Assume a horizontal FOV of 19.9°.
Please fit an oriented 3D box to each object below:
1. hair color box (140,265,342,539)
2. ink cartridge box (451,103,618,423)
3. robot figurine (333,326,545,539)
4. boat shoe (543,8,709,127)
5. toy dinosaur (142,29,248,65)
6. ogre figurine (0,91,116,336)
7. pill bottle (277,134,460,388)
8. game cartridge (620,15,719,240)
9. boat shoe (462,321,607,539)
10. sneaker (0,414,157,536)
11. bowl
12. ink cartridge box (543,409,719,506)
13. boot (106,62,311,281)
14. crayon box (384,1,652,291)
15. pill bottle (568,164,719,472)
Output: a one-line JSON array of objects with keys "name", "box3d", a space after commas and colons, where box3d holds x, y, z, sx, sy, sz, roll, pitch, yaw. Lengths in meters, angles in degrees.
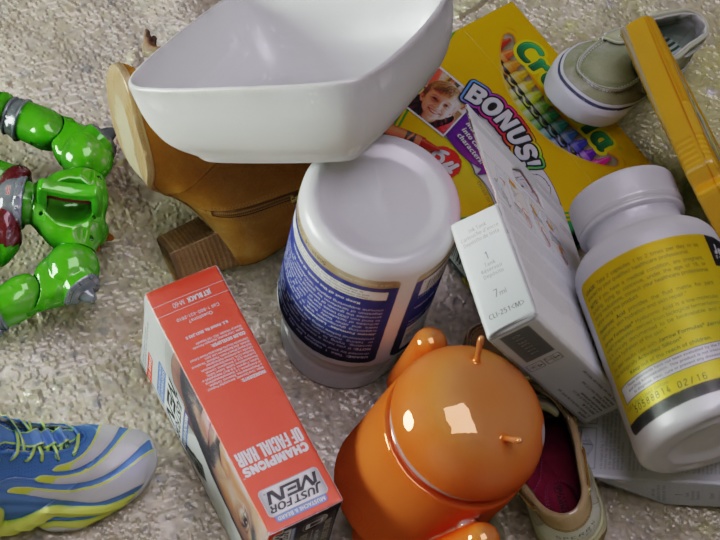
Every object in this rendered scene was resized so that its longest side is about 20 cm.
[{"name": "hair color box", "box3d": [-0.089, 0.112, 1.463, 0.064, 0.111, 0.201, -23, 67, -19]}, {"name": "ink cartridge box", "box3d": [0.119, -0.001, 1.468, 0.043, 0.200, 0.175, -26, 60, 15]}, {"name": "robot figurine", "box3d": [0.055, 0.129, 1.423, 0.116, 0.200, 0.144, 32, 50, -4]}, {"name": "boat shoe", "box3d": [0.215, -0.172, 1.654, 0.072, 0.062, 0.200, 46, 37, 11]}, {"name": "toy dinosaur", "box3d": [-0.088, -0.140, 1.582, 0.135, 0.199, 0.087, 3, 82, 36]}, {"name": "ogre figurine", "box3d": [-0.246, -0.041, 1.531, 0.119, 0.099, 0.201, 2, 49, 5]}, {"name": "pill bottle", "box3d": [0.000, 0.000, 1.488, 0.115, 0.200, 0.117, 5, 59, -8]}, {"name": "game cartridge", "box3d": [0.266, -0.075, 1.563, 0.032, 0.177, 0.201, -27, 40, 10]}, {"name": "boat shoe", "box3d": [0.127, 0.111, 1.510, 0.074, 0.067, 0.201, -25, 59, -3]}, {"name": "sneaker", "box3d": [-0.236, 0.137, 1.427, 0.198, 0.105, 0.076, -13, 64, -16]}, {"name": "bowl", "box3d": [-0.039, -0.136, 1.443, 0.199, 0.075, 0.200, 0, 29, 26]}, {"name": "ink cartridge box", "box3d": [0.212, 0.097, 1.571, 0.198, 0.047, 0.161, 1, 60, 10]}, {"name": "boot", "box3d": [-0.101, -0.093, 1.538, 0.143, 0.202, 0.071, -26, 36, -14]}, {"name": "crayon box", "box3d": [0.111, -0.097, 1.641, 0.172, 0.058, 0.200, -30, 70, -23]}, {"name": "pill bottle", "box3d": [0.216, 0.031, 1.451, 0.110, 0.112, 0.201, -11, 64, -15]}]
